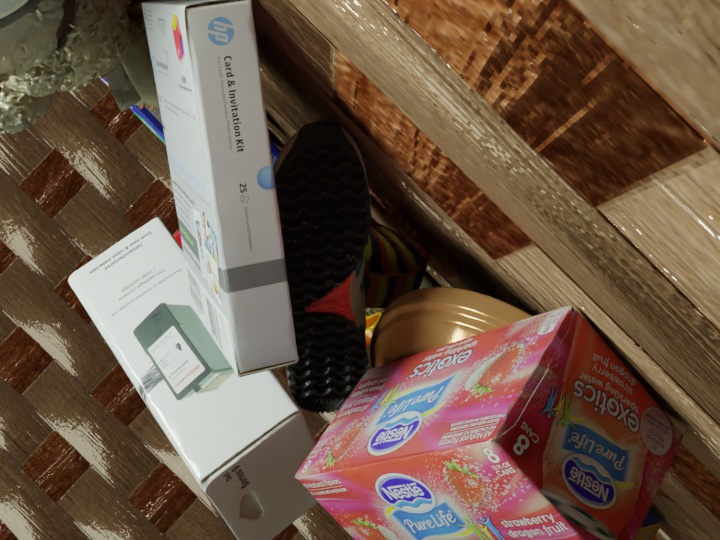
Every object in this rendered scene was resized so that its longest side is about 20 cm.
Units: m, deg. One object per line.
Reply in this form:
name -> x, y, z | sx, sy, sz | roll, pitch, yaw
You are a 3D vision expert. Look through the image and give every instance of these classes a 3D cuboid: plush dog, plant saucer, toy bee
plush dog -> -0.234, -0.186, 0.788 | 0.158, 0.204, 0.172 | 12, -166, 16
plant saucer -> 0.085, 0.099, 0.719 | 0.198, 0.038, 0.202 | 27, 146, 21
toy bee -> -0.053, -0.024, 0.840 | 0.198, 0.108, 0.133 | 17, 125, 35

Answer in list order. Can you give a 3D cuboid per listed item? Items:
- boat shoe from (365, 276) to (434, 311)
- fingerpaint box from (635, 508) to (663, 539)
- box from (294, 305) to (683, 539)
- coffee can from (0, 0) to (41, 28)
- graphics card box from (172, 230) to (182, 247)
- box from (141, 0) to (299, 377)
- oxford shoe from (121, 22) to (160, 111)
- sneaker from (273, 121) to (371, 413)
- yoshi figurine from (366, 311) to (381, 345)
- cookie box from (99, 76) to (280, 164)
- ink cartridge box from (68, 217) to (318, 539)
boat shoe -> 0.000, 0.000, 0.976 | 0.200, 0.072, 0.076 | 45, 177, -6
fingerpaint box -> 0.164, 0.284, 1.018 | 0.198, 0.169, 0.073 | -1, -149, -45
box -> 0.063, 0.105, 0.624 | 0.100, 0.096, 0.199 | 47, 147, -13
coffee can -> -0.241, -0.217, 0.603 | 0.146, 0.147, 0.200 | 44, 176, -7
graphics card box -> -0.079, 0.001, 0.967 | 0.126, 0.051, 0.200 | 54, -165, 1
box -> -0.086, -0.059, 0.668 | 0.156, 0.040, 0.204 | -145, 45, -67
oxford shoe -> -0.156, -0.156, 0.930 | 0.200, 0.074, 0.071 | 46, 176, -21
sneaker -> -0.031, -0.011, 0.736 | 0.094, 0.069, 0.203 | -110, 15, -59
yoshi figurine -> 0.071, 0.106, 1.237 | 0.200, 0.112, 0.112 | 43, -167, -18
cookie box -> -0.178, -0.165, 1.069 | 0.200, 0.075, 0.171 | 47, 176, -32
ink cartridge box -> -0.112, 0.085, 0.814 | 0.200, 0.083, 0.147 | 50, 167, 30
